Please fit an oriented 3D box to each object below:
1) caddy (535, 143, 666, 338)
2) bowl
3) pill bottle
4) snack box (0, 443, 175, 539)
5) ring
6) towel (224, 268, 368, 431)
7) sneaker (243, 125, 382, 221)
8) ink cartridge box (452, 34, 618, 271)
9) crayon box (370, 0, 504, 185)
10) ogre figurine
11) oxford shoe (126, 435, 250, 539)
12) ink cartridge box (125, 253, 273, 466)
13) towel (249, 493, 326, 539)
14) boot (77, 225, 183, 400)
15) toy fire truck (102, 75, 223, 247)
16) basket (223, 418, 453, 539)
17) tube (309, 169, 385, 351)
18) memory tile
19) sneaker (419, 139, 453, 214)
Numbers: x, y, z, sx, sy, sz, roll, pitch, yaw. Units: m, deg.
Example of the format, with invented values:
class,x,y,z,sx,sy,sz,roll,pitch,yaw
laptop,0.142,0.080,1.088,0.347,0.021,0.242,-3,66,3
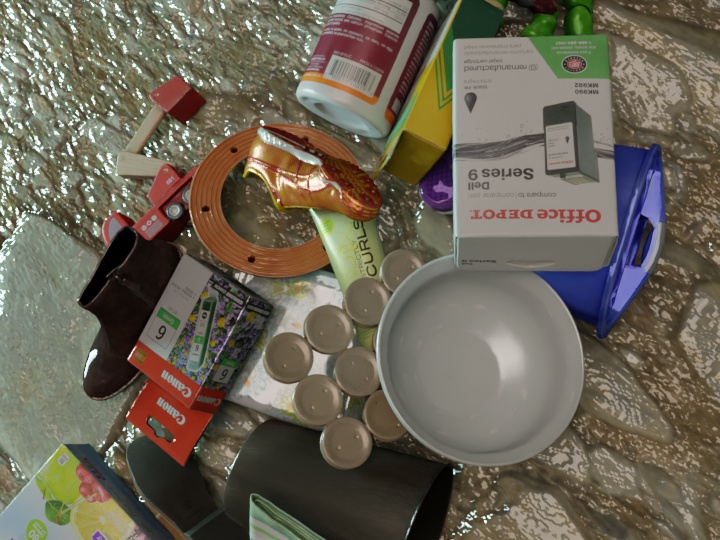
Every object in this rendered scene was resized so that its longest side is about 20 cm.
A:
class,x,y,z,sx,sy,sz,roll,pitch,yaw
caddy,0.249,-0.034,1.035,0.104,0.141,0.201,16,85,19
bowl,0.103,0.090,0.988,0.200,0.090,0.202,3,74,-12
pill bottle,0.018,-0.259,1.144,0.114,0.114,0.201,23,85,16
snack box,-0.325,0.321,1.142,0.169,0.068,0.200,42,93,16
ring,-0.090,-0.078,1.155,0.199,0.019,0.201,1,63,-2
towel,-0.069,0.078,1.139,0.199,0.048,0.172,18,87,16
sneaker,-0.048,-0.087,1.087,0.200,0.073,0.078,33,109,45
ink cartridge box,0.157,-0.107,0.952,0.145,0.084,0.201,-1,71,5
crayon box,0.076,-0.174,1.088,0.051,0.126,0.201,26,75,-5
ogre figurine,0.182,-0.299,1.118,0.199,0.098,0.120,24,76,10
oxford shoe,-0.194,0.263,1.126,0.071,0.072,0.200,-23,54,-33
ink cartridge box,-0.189,0.096,1.118,0.109,0.050,0.201,30,92,32
towel,-0.052,0.317,1.023,0.152,0.201,0.023,30,51,20
boot,-0.271,0.048,1.127,0.072,0.166,0.201,32,88,17
toy fire truck,-0.238,-0.111,1.211,0.200,0.049,0.141,-43,73,3
basket,-0.027,0.242,1.054,0.199,0.136,0.181,20,109,21
tube,0.000,0.000,1.086,0.058,0.052,0.201,-13,75,-17
memory tile,0.016,0.086,1.025,0.200,0.017,0.154,-35,84,-20
sneaker,0.137,-0.146,1.109,0.200,0.088,0.081,-43,75,5
